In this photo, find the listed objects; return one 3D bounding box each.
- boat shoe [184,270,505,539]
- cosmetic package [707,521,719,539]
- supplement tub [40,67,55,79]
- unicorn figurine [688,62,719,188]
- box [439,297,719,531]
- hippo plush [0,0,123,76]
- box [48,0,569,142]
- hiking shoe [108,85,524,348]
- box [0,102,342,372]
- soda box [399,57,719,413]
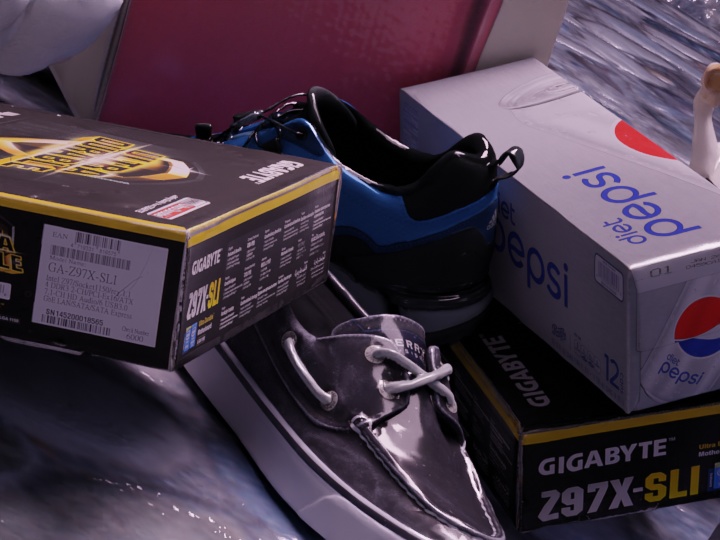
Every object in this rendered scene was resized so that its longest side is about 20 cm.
[{"bbox_3d":[0.002,0.049,0.996,0.072,0.068,0.200,20,17,-39],"label":"boat shoe"},{"bbox_3d":[0.251,0.119,1.232,0.200,0.102,0.074,20,18,-45],"label":"cosmetic package"},{"bbox_3d":[-0.082,-0.129,1.330,0.200,0.123,0.123,25,15,-29],"label":"supplement tub"},{"bbox_3d":[0.186,-0.030,1.318,0.074,0.138,0.200,11,48,6],"label":"unicorn figurine"},{"bbox_3d":[0.108,0.029,1.151,0.159,0.049,0.200,-7,27,-15],"label":"box"},{"bbox_3d":[-0.173,-0.153,1.070,0.161,0.160,0.200,20,3,35],"label":"hippo plush"},{"bbox_3d":[-0.029,-0.119,1.204,0.200,0.109,0.128,5,28,-25],"label":"box"},{"bbox_3d":[-0.037,-0.039,1.099,0.200,0.087,0.074,14,25,6],"label":"hiking shoe"},{"bbox_3d":[-0.106,-0.018,0.925,0.159,0.049,0.200,9,10,12],"label":"box"},{"bbox_3d":[0.087,-0.019,1.104,0.068,0.064,0.200,-13,28,-20],"label":"soda box"}]
